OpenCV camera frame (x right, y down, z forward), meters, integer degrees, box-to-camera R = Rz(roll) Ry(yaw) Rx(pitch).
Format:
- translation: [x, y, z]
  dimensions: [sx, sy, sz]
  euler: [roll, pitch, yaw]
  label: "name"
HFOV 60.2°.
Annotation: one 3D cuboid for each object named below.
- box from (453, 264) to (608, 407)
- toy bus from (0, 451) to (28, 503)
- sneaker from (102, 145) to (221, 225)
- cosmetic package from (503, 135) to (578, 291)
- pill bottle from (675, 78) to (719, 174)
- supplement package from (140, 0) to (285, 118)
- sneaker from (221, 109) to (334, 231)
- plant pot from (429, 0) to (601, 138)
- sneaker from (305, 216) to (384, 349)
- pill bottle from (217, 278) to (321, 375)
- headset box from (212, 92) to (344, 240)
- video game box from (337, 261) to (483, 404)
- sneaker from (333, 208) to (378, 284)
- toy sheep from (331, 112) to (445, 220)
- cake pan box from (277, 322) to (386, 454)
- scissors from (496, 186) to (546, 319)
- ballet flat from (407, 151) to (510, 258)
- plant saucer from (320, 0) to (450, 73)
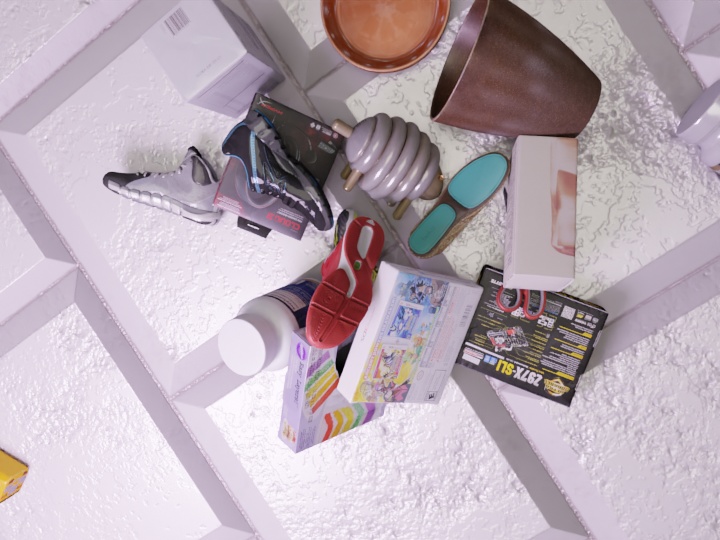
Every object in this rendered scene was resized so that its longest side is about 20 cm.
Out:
- translation: [0.258, 0.099, 0.964]
  dimensions: [0.198, 0.049, 0.161]
  euler: [20, 102, 6]
  label: "box"
- translation: [-0.723, 0.355, 1.143]
  dimensions: [0.199, 0.065, 0.079]
  euler: [29, 100, 5]
  label: "toy bus"
- translation: [-0.312, -0.156, 1.020]
  dimensions: [0.198, 0.075, 0.116]
  euler: [19, 95, -4]
  label: "sneaker"
- translation: [0.256, -0.079, 0.887]
  dimensions: [0.086, 0.103, 0.202]
  euler: [5, 80, 6]
  label: "cosmetic package"
- translation: [0.549, -0.169, 0.852]
  dimensions: [0.199, 0.116, 0.116]
  euler: [36, 101, 4]
  label: "pill bottle"
- translation: [-0.206, -0.310, 0.912]
  dimensions: [0.113, 0.200, 0.110]
  euler: [-35, 91, 10]
  label: "supplement package"
- translation: [-0.115, -0.130, 0.899]
  dimensions: [0.082, 0.073, 0.200]
  euler: [-38, 99, 5]
  label: "sneaker"
- translation: [0.226, -0.263, 0.875]
  dimensions: [0.198, 0.187, 0.188]
  euler: [20, 100, -8]
  label: "plant pot"
- translation: [-0.029, 0.030, 0.884]
  dimensions: [0.078, 0.116, 0.201]
  euler: [30, 65, -6]
  label: "sneaker"
- translation: [-0.119, 0.085, 0.935]
  dimensions: [0.110, 0.200, 0.112]
  euler: [6, 105, 26]
  label: "pill bottle"
- translation: [-0.131, -0.150, 0.962]
  dimensions: [0.148, 0.075, 0.201]
  euler: [22, 100, -16]
  label: "headset box"
- translation: [0.075, 0.099, 0.911]
  dimensions: [0.047, 0.181, 0.202]
  euler: [31, 105, 47]
  label: "video game box"
- translation: [0.000, 0.000, 0.990]
  dimensions: [0.076, 0.075, 0.202]
  euler: [-8, 102, -5]
  label: "sneaker"
- translation: [0.042, -0.164, 0.926]
  dimensions: [0.199, 0.138, 0.139]
  euler: [26, 101, -24]
  label: "toy sheep"
- translation: [-0.028, 0.156, 0.933]
  dimensions: [0.052, 0.183, 0.202]
  euler: [31, 121, 39]
  label: "cake pan box"
- translation: [0.245, -0.028, 0.937]
  dimensions: [0.072, 0.014, 0.202]
  euler: [4, 78, 5]
  label: "scissors"
- translation: [0.150, -0.098, 0.950]
  dimensions: [0.200, 0.065, 0.071]
  euler: [-44, 73, 11]
  label: "ballet flat"
- translation: [0.038, -0.404, 0.948]
  dimensions: [0.198, 0.032, 0.202]
  euler: [1, 97, 10]
  label: "plant saucer"
